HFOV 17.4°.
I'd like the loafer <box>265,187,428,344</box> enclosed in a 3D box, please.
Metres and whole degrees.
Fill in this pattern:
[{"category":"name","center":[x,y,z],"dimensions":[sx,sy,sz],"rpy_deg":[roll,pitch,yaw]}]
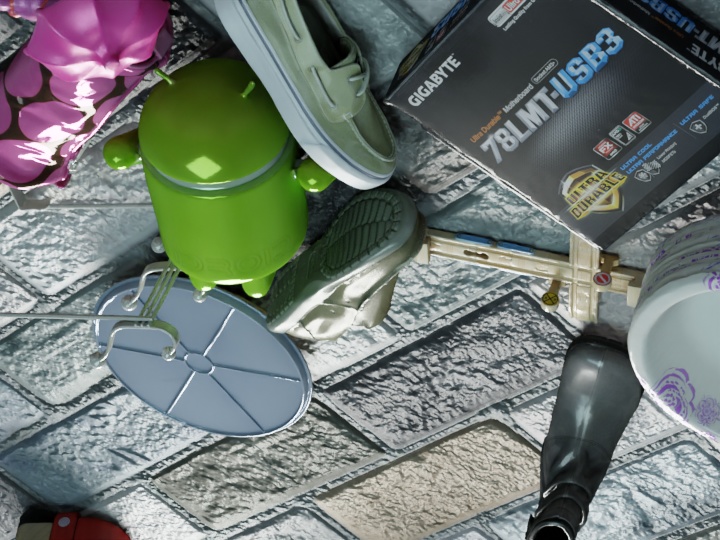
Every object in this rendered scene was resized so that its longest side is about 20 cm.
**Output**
[{"category":"loafer","center":[0.000,0.000,1.824],"dimensions":[0.069,0.076,0.200],"rpy_deg":[24,148,-22]}]

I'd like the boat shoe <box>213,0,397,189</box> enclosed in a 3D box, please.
[{"category":"boat shoe","center":[-0.027,-0.138,1.667],"dimensions":[0.062,0.072,0.200],"rpy_deg":[-19,126,33]}]

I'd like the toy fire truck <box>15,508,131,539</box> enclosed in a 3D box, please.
[{"category":"toy fire truck","center":[-0.233,0.328,2.284],"dimensions":[0.198,0.129,0.177],"rpy_deg":[-3,136,12]}]

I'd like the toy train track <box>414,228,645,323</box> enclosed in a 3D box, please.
[{"category":"toy train track","center":[0.126,0.002,1.786],"dimensions":[0.198,0.033,0.115],"rpy_deg":[12,141,14]}]

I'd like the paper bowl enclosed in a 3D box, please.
[{"category":"paper bowl","center":[0.298,0.035,1.684],"dimensions":[0.199,0.105,0.201],"rpy_deg":[13,141,11]}]

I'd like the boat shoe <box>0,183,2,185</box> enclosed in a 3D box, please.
[{"category":"boat shoe","center":[-0.321,-0.132,1.819],"dimensions":[0.072,0.065,0.201],"rpy_deg":[2,138,23]}]

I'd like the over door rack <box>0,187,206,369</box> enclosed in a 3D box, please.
[{"category":"over door rack","center":[-0.211,0.001,1.858],"dimensions":[0.198,0.148,0.067],"rpy_deg":[9,135,15]}]

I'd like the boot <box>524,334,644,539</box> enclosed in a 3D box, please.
[{"category":"boot","center":[0.172,0.154,1.861],"dimensions":[0.069,0.132,0.201],"rpy_deg":[15,141,10]}]

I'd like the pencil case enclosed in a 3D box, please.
[{"category":"pencil case","center":[-0.213,-0.138,1.743],"dimensions":[0.094,0.091,0.200],"rpy_deg":[42,137,-7]}]

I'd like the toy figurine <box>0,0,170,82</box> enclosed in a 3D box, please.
[{"category":"toy figurine","center":[-0.183,-0.211,1.565],"dimensions":[0.199,0.185,0.151],"rpy_deg":[16,141,9]}]

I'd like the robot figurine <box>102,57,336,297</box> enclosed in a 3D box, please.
[{"category":"robot figurine","center":[-0.101,-0.071,1.742],"dimensions":[0.174,0.116,0.201],"rpy_deg":[7,139,14]}]

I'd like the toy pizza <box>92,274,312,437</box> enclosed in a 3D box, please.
[{"category":"toy pizza","center":[-0.132,0.067,1.988],"dimensions":[0.199,0.032,0.201],"rpy_deg":[14,141,12]}]

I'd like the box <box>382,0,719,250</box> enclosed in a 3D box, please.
[{"category":"box","center":[0.147,-0.125,1.617],"dimensions":[0.198,0.050,0.200],"rpy_deg":[32,140,-14]}]
